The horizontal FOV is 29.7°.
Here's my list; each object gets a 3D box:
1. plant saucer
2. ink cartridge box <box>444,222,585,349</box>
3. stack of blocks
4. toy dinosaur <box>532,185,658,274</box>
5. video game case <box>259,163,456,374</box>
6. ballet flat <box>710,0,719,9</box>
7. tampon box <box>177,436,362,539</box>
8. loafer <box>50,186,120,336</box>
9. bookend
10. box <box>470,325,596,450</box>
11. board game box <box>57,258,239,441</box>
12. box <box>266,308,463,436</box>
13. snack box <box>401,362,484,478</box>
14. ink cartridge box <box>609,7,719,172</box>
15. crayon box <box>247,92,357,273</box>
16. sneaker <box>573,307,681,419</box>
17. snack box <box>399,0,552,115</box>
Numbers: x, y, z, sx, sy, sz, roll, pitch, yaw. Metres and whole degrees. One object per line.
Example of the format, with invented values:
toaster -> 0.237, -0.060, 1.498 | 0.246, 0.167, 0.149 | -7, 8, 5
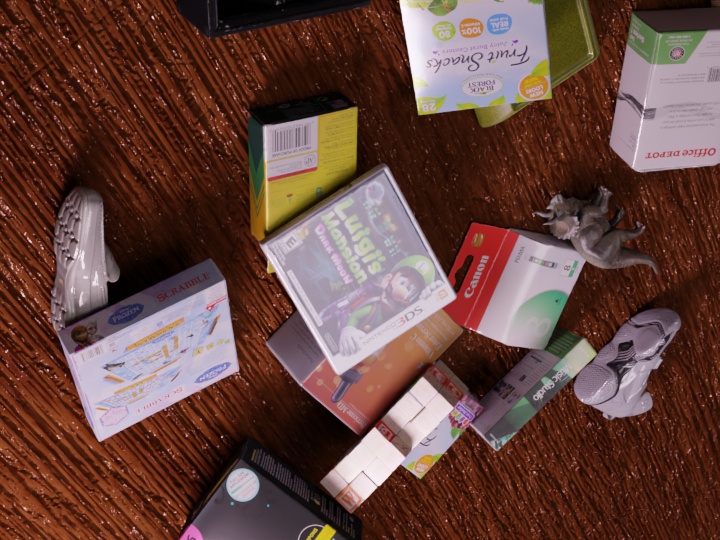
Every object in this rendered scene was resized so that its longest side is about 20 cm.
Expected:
plant saucer -> 0.218, -0.297, 1.715 | 0.199, 0.048, 0.201 | -34, 131, -11
ink cartridge box -> 0.211, 0.024, 1.913 | 0.199, 0.050, 0.162 | 8, 113, -38
stack of blocks -> 0.046, 0.217, 1.789 | 0.200, 0.059, 0.115 | -47, 176, 21
toy dinosaur -> 0.333, -0.053, 1.908 | 0.200, 0.077, 0.102 | 43, 89, -18
video game case -> 0.000, 0.000, 1.660 | 0.181, 0.023, 0.201 | -33, 112, -6
ballet flat -> 0.535, -0.329, 1.891 | 0.070, 0.065, 0.201 | -33, 130, -8
tampon box -> -0.117, 0.347, 1.784 | 0.199, 0.126, 0.150 | 37, 96, -4
loafer -> -0.309, -0.008, 1.542 | 0.069, 0.070, 0.202 | -11, 131, -32
bookend -> -0.094, -0.370, 1.435 | 0.198, 0.092, 0.201 | -16, 125, -26
box -> 0.243, 0.168, 1.963 | 0.200, 0.144, 0.036 | -45, 98, -1
board game box -> -0.247, 0.097, 1.622 | 0.199, 0.041, 0.200 | -26, 148, -18
box -> 0.007, 0.087, 1.777 | 0.200, 0.106, 0.152 | -46, 132, 0
snack box -> 0.069, 0.192, 1.919 | 0.142, 0.053, 0.200 | -47, 132, 3
ink cartridge box -> 0.432, -0.246, 1.849 | 0.144, 0.085, 0.202 | -5, 122, -17
crayon box -> -0.070, -0.106, 1.644 | 0.126, 0.051, 0.202 | -14, 124, -25
sneaker -> 0.431, 0.150, 2.120 | 0.200, 0.075, 0.115 | -44, 133, 5
snack box -> 0.135, -0.293, 1.603 | 0.167, 0.068, 0.201 | -7, 128, 8
